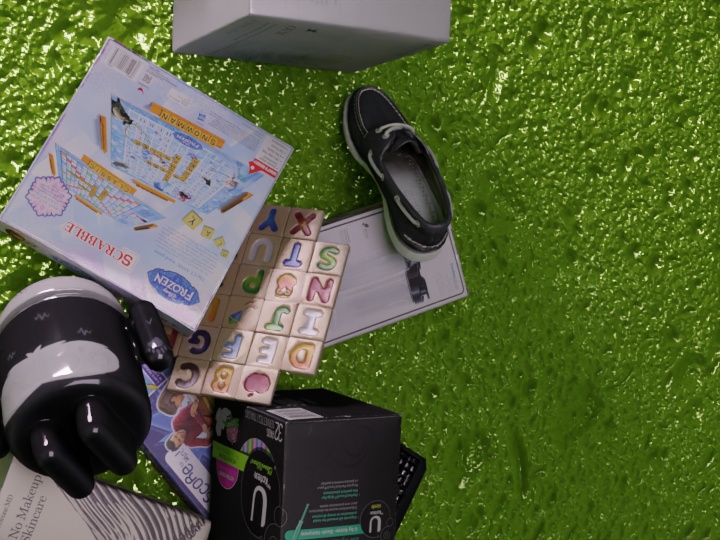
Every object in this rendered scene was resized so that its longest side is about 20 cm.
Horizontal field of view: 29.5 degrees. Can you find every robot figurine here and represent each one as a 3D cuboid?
[{"bbox_3d":[-0.245,0.096,1.162,0.149,0.200,0.125,1,128,-23],"label":"robot figurine"}]

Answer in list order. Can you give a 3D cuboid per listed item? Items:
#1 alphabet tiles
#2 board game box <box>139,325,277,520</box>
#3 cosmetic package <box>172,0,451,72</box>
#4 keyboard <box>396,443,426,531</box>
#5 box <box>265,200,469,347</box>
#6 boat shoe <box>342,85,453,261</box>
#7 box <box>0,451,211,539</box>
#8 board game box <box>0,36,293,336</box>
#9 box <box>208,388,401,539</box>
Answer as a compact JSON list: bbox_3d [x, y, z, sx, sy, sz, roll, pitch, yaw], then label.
[{"bbox_3d":[-0.103,0.026,1.254,0.165,0.006,0.201,7,63,16],"label":"alphabet tiles"},{"bbox_3d":[-0.143,0.142,1.298,0.135,0.034,0.200,-42,107,-20],"label":"board game box"},{"bbox_3d":[-0.048,-0.262,1.256,0.199,0.199,0.124,1,89,-26],"label":"cosmetic package"},{"bbox_3d":[-0.005,0.260,1.367,0.104,0.040,0.201,33,75,-24],"label":"keyboard"},{"bbox_3d":[0.000,0.000,1.358,0.199,0.060,0.117,-20,98,-25],"label":"box"},{"bbox_3d":[0.041,-0.108,1.333,0.075,0.060,0.201,-15,65,-24],"label":"boat shoe"},{"bbox_3d":[-0.242,0.228,1.229,0.199,0.068,0.083,24,81,-25],"label":"box"},{"bbox_3d":[-0.192,-0.075,1.239,0.199,0.041,0.200,31,72,-9],"label":"board game box"},{"bbox_3d":[-0.054,0.219,1.239,0.124,0.148,0.202,0,96,-31],"label":"box"}]
